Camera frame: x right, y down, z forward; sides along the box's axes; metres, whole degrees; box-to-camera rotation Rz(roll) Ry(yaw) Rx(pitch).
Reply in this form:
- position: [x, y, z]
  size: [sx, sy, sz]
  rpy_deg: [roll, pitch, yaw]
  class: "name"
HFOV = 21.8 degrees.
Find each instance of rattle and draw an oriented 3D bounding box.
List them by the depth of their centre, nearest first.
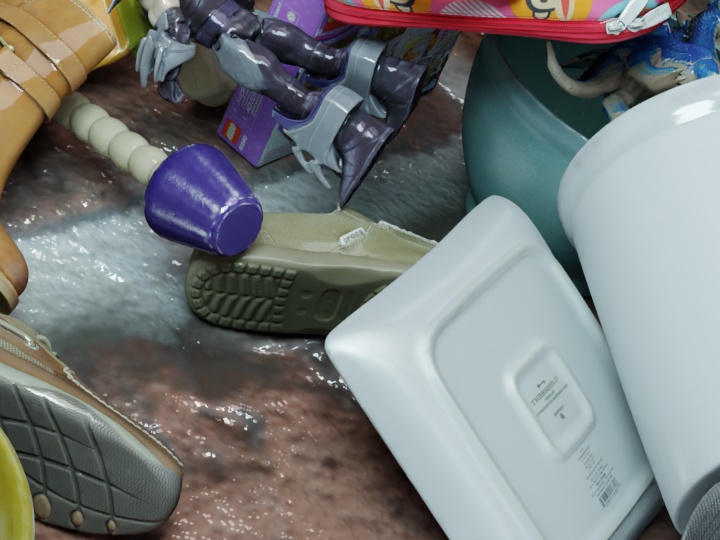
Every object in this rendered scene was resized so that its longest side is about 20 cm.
- position: [-0.133, -0.160, 1.195]
  size: [0.130, 0.143, 0.200]
  rpy_deg: [54, 15, -17]
  class: "rattle"

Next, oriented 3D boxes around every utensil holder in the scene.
- position: [0.210, 0.025, 0.985]
  size: [0.170, 0.170, 0.200]
  rpy_deg: [5, 54, -27]
  class: "utensil holder"

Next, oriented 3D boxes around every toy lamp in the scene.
- position: [-0.128, -0.068, 1.024]
  size: [0.058, 0.058, 0.200]
  rpy_deg: [-14, 40, -42]
  class: "toy lamp"

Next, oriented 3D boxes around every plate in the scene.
- position: [0.091, 0.073, 0.982]
  size: [0.200, 0.032, 0.200]
  rpy_deg: [57, 38, -5]
  class: "plate"

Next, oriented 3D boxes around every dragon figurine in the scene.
- position: [0.159, -0.125, 1.082]
  size: [0.200, 0.059, 0.099]
  rpy_deg: [0, 44, -33]
  class: "dragon figurine"

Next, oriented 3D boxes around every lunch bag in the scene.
- position: [0.081, -0.178, 1.016]
  size: [0.200, 0.082, 0.176]
  rpy_deg: [8, 27, 23]
  class: "lunch bag"

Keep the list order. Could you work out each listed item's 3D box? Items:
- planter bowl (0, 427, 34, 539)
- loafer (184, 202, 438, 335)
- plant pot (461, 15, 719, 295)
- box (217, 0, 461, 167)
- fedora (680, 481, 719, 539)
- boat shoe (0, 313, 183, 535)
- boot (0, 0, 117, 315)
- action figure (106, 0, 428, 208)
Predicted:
- position: [-0.239, 0.113, 0.751]
  size: [0.200, 0.083, 0.200]
  rpy_deg: [17, 38, -14]
  class: "planter bowl"
- position: [0.000, 0.000, 1.044]
  size: [0.200, 0.076, 0.067]
  rpy_deg: [12, 45, -20]
  class: "loafer"
- position: [0.145, -0.070, 1.171]
  size: [0.200, 0.134, 0.200]
  rpy_deg: [18, 38, -14]
  class: "plant pot"
- position: [0.005, -0.153, 1.182]
  size: [0.039, 0.137, 0.200]
  rpy_deg: [41, 38, 17]
  class: "box"
- position: [0.198, 0.190, 0.903]
  size: [0.200, 0.090, 0.177]
  rpy_deg: [3, 69, -33]
  class: "fedora"
- position: [-0.168, 0.053, 0.879]
  size: [0.200, 0.076, 0.072]
  rpy_deg: [30, 34, 0]
  class: "boat shoe"
- position: [-0.188, -0.078, 0.976]
  size: [0.155, 0.074, 0.200]
  rpy_deg: [-34, 61, -20]
  class: "boot"
- position: [-0.066, -0.127, 1.037]
  size: [0.200, 0.069, 0.130]
  rpy_deg: [34, 44, 3]
  class: "action figure"
